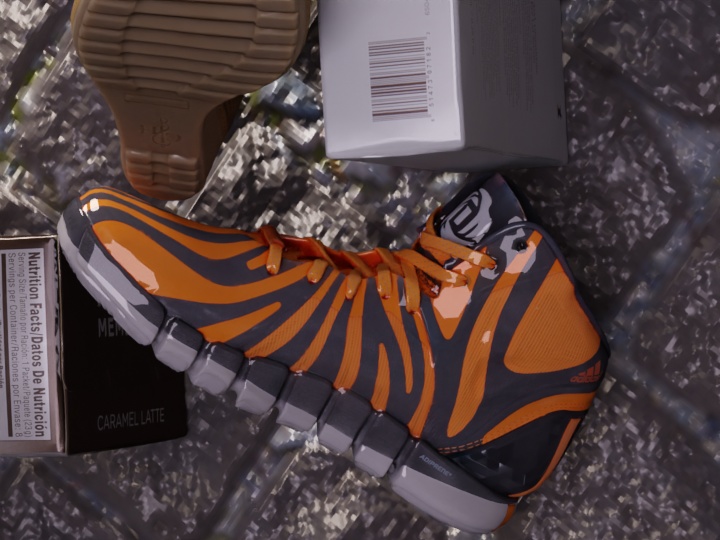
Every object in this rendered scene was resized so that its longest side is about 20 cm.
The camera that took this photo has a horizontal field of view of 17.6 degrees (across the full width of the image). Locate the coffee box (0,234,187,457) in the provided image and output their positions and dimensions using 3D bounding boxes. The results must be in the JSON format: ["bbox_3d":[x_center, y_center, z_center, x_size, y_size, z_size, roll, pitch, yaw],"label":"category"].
[{"bbox_3d":[-0.178,0.029,0.877,0.199,0.114,0.080,-2,90,17],"label":"coffee box"}]

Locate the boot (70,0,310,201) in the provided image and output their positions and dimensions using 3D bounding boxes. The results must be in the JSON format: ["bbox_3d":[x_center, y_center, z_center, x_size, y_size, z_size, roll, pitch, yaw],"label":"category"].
[{"bbox_3d":[-0.050,-0.132,0.774,0.072,0.200,0.167,10,68,-7],"label":"boot"}]

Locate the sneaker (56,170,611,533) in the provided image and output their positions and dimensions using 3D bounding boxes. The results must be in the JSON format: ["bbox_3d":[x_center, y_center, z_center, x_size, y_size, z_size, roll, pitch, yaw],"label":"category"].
[{"bbox_3d":[0.000,0.000,0.808,0.200,0.078,0.112,30,106,-21],"label":"sneaker"}]

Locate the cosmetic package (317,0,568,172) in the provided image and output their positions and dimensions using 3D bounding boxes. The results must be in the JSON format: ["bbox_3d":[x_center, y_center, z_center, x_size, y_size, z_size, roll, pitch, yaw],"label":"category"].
[{"bbox_3d":[0.028,-0.136,0.787,0.051,0.151,0.201,-3,89,20],"label":"cosmetic package"}]
